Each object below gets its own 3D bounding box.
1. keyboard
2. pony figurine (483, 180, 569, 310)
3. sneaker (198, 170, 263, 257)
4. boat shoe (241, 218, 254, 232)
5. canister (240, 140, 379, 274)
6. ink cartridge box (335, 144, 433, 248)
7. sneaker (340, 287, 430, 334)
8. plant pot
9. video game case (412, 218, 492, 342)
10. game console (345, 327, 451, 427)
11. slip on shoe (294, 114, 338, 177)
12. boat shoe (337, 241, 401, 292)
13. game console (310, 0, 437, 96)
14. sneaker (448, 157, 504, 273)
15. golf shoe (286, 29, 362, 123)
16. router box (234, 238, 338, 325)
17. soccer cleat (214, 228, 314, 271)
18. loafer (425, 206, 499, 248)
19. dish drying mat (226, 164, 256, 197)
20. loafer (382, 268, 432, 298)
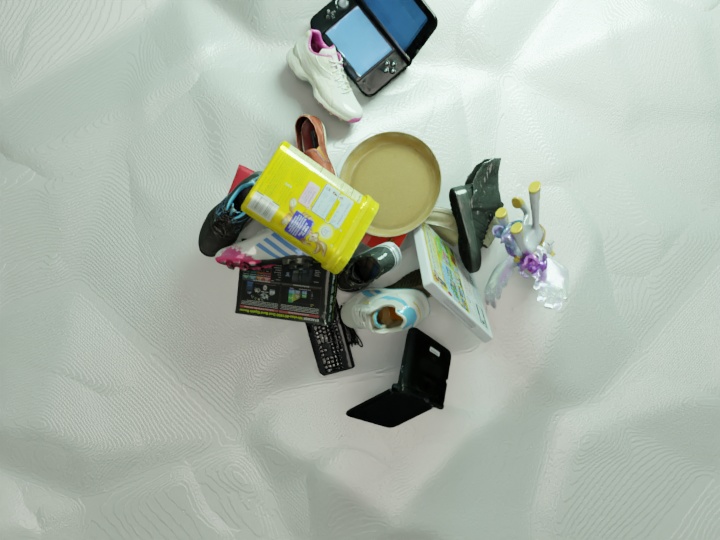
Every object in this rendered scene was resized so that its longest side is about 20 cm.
[{"bbox_3d":[-0.062,0.109,1.113,0.103,0.040,0.202,-16,92,2],"label":"keyboard"},{"bbox_3d":[0.314,-0.034,1.025,0.200,0.165,0.194,53,56,-39],"label":"pony figurine"},{"bbox_3d":[-0.245,-0.104,1.014,0.073,0.082,0.200,40,105,-5],"label":"sneaker"},{"bbox_3d":[-0.191,-0.122,1.094,0.201,0.075,0.087,-32,90,4],"label":"boat shoe"},{"bbox_3d":[-0.087,-0.110,0.945,0.199,0.086,0.149,33,78,-14],"label":"canister"},{"bbox_3d":[0.019,-0.136,1.058,0.199,0.047,0.161,31,91,34],"label":"ink cartridge box"},{"bbox_3d":[0.029,0.077,1.012,0.199,0.080,0.077,-12,102,44],"label":"sneaker"},{"bbox_3d":[0.055,-0.160,1.024,0.198,0.027,0.203,-2,83,16],"label":"plant pot"},{"bbox_3d":[0.165,0.013,1.003,0.023,0.201,0.182,-36,121,24],"label":"video game case"},{"bbox_3d":[0.080,0.213,1.051,0.115,0.200,0.178,2,71,31],"label":"game console"},{"bbox_3d":[-0.092,-0.215,1.076,0.073,0.061,0.202,-16,78,25],"label":"slip on shoe"},{"bbox_3d":[0.000,0.000,1.039,0.056,0.200,0.069,-29,88,-37],"label":"boat shoe"},{"bbox_3d":[0.019,-0.479,1.056,0.175,0.116,0.201,-39,90,1],"label":"game console"},{"bbox_3d":[0.230,-0.103,1.030,0.103,0.060,0.202,-16,101,-12],"label":"sneaker"},{"bbox_3d":[-0.060,-0.382,1.073,0.200,0.075,0.091,47,133,-1],"label":"golf shoe"},{"bbox_3d":[-0.143,0.021,1.078,0.198,0.062,0.152,6,90,16],"label":"router box"},{"bbox_3d":[-0.176,-0.047,1.028,0.198,0.070,0.087,-2,76,12],"label":"soccer cleat"},{"bbox_3d":[0.181,-0.083,1.087,0.198,0.076,0.069,6,85,0],"label":"loafer"},{"bbox_3d":[-0.157,-0.126,1.052,0.198,0.018,0.077,26,105,-1],"label":"dish drying mat"},{"bbox_3d":[0.086,0.056,1.069,0.199,0.076,0.068,-24,111,39],"label":"loafer"}]
